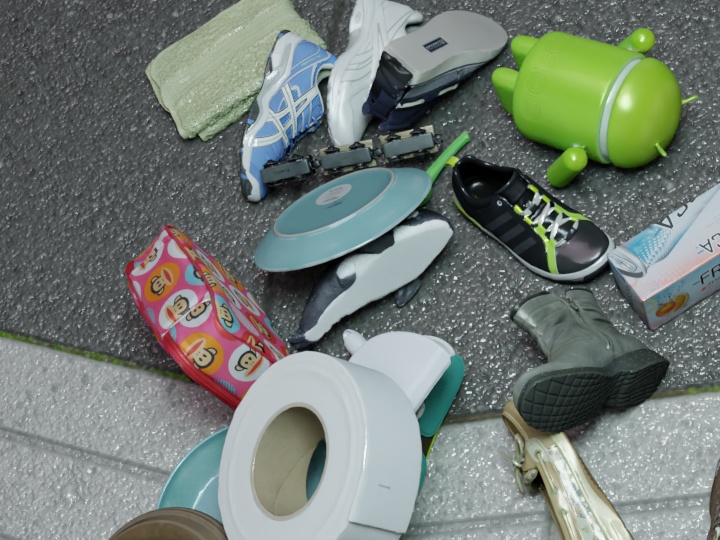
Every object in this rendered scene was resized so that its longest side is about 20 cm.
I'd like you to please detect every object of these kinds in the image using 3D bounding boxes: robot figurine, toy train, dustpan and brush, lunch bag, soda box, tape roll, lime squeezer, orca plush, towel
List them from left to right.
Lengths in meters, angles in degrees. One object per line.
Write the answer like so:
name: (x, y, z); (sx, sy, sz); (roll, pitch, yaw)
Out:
lunch bag: (-0.135, 0.059, 1.465); (0.082, 0.176, 0.200); (-44, 40, 6)
towel: (-0.149, -0.247, 1.738); (0.200, 0.036, 0.148); (-33, 55, -2)
tape roll: (-0.039, 0.177, 1.320); (0.202, 0.071, 0.203); (-22, 58, 41)
toy train: (-0.009, -0.121, 1.583); (0.200, 0.046, 0.034); (-11, 95, 10)
orca plush: (0.000, 0.000, 1.506); (0.200, 0.105, 0.071); (-50, 43, 13)
dustpan and brush: (0.016, 0.098, 1.406); (0.140, 0.057, 0.200); (-55, 40, 7)
lime squeezer: (0.031, -0.087, 1.574); (0.200, 0.038, 0.071); (-26, 55, 5)
robot figurine: (0.235, -0.173, 1.504); (0.200, 0.116, 0.176); (21, 70, 29)
soda box: (0.339, -0.030, 1.412); (0.200, 0.064, 0.068); (-32, 55, -2)

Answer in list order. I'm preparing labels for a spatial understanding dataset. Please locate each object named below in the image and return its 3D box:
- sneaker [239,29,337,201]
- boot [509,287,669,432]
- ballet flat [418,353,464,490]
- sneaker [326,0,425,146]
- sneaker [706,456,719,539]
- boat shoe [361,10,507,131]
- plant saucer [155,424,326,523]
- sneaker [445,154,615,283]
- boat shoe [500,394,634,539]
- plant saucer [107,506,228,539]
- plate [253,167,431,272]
sneaker: (-0.083, -0.168, 1.642); (0.077, 0.076, 0.200); (18, 79, 0)
boot: (0.178, 0.076, 1.356); (0.131, 0.200, 0.068); (43, 124, 34)
ballet flat: (0.036, 0.159, 1.414); (0.067, 0.067, 0.200); (0, 55, 45)
sneaker: (0.022, -0.217, 1.636); (0.099, 0.078, 0.200); (13, 72, 9)
sneaker: (0.327, 0.225, 1.252); (0.070, 0.076, 0.200); (-2, 60, 19)
boat shoe: (0.077, -0.216, 1.605); (0.075, 0.093, 0.200); (45, 42, 20)
plant saucer: (-0.101, 0.240, 1.423); (0.200, 0.036, 0.200); (-9, 58, 14)
sneaker: (0.161, -0.056, 1.479); (0.200, 0.083, 0.072); (29, 73, 32)
boat shoe: (0.175, 0.196, 1.326); (0.063, 0.073, 0.200); (-31, 55, -4)
plant saucer: (-0.185, 0.319, 1.375); (0.200, 0.029, 0.200); (-8, 73, 26)
plate: (-0.023, -0.061, 1.505); (0.200, 0.026, 0.200); (-23, 21, 10)
